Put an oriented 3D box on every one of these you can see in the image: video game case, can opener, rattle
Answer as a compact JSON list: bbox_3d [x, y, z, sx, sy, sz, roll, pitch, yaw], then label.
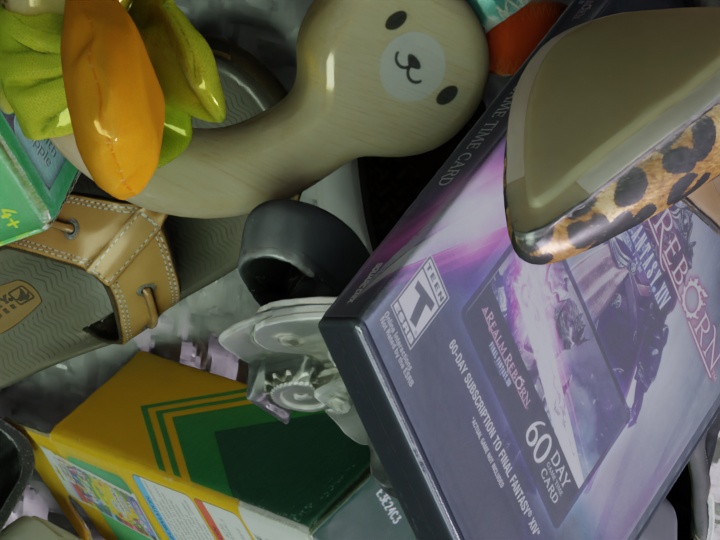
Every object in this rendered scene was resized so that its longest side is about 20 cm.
[{"bbox_3d":[0.067,0.010,0.876,0.019,0.200,0.143,1,128,38],"label":"video game case"},{"bbox_3d":[0.032,0.039,0.893,0.053,0.067,0.200,-14,149,33],"label":"can opener"},{"bbox_3d":[0.004,-0.070,0.825,0.199,0.131,0.143,10,174,-19],"label":"rattle"}]

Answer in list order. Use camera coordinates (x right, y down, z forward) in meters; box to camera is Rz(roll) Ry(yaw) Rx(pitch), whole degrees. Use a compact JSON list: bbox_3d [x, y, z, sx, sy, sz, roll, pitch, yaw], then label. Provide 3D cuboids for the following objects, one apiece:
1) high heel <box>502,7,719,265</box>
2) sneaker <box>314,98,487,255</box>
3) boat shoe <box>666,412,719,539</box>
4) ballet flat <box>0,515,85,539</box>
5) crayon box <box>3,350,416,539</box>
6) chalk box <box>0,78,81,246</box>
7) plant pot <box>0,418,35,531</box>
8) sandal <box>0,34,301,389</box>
[{"bbox_3d":[0.103,-0.015,0.849,0.071,0.200,0.143,7,126,31],"label":"high heel"},{"bbox_3d":[0.000,0.000,0.963,0.084,0.073,0.201,10,119,41],"label":"sneaker"},{"bbox_3d":[0.086,0.097,1.015,0.071,0.068,0.201,11,128,3],"label":"boat shoe"},{"bbox_3d":[-0.129,0.131,1.065,0.200,0.068,0.076,-27,86,52],"label":"ballet flat"},{"bbox_3d":[-0.030,0.100,1.010,0.200,0.052,0.126,13,139,53],"label":"crayon box"},{"bbox_3d":[-0.153,-0.077,0.909,0.199,0.124,0.125,-18,119,25],"label":"chalk box"},{"bbox_3d":[-0.268,0.114,1.035,0.200,0.200,0.177,34,147,-12],"label":"plant pot"},{"bbox_3d":[-0.097,-0.006,0.990,0.200,0.055,0.082,-30,114,30],"label":"sandal"}]
